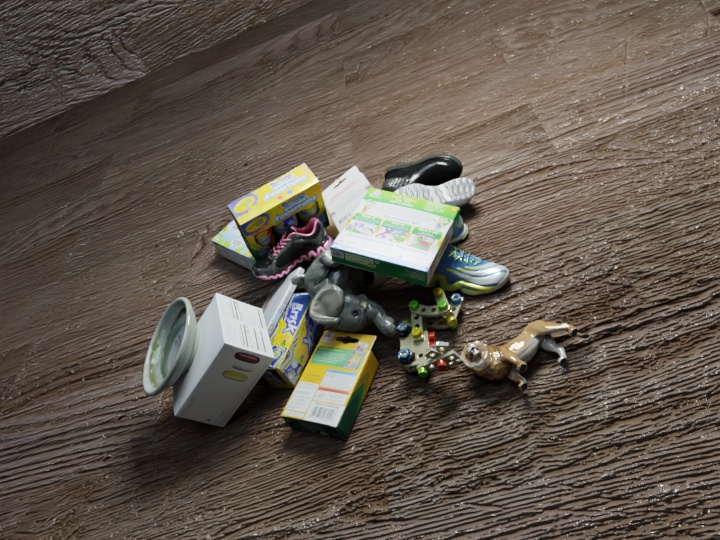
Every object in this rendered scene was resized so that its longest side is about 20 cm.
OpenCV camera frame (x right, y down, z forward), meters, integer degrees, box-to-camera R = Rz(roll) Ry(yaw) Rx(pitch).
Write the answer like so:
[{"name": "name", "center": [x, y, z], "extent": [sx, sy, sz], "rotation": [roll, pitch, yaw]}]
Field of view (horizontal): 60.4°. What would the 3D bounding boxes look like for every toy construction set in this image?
[{"name": "toy construction set", "center": [0.132, 0.123, 1.144], "extent": [0.131, 0.092, 0.200], "rotation": [-15, 31, 16]}]

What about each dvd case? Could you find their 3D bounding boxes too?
[{"name": "dvd case", "center": [-0.200, 0.092, 1.365], "extent": [0.143, 0.018, 0.200], "rotation": [-31, 27, 49]}]

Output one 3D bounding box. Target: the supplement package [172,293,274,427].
[{"name": "supplement package", "center": [-0.280, 0.180, 1.234], "extent": [0.200, 0.111, 0.156], "rotation": [-54, 34, 20]}]

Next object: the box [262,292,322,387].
[{"name": "box", "center": [-0.138, 0.141, 1.288], "extent": [0.064, 0.070, 0.200], "rotation": [-5, 45, 32]}]

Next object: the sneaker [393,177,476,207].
[{"name": "sneaker", "center": [0.161, -0.151, 1.404], "extent": [0.199, 0.082, 0.075], "rotation": [-7, 67, 2]}]

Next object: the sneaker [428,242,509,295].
[{"name": "sneaker", "center": [0.190, -0.010, 1.230], "extent": [0.199, 0.105, 0.076], "rotation": [-1, 46, 30]}]

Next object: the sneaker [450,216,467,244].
[{"name": "sneaker", "center": [0.131, -0.084, 1.362], "extent": [0.199, 0.082, 0.074], "rotation": [-22, 42, 10]}]

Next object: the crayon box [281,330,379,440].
[{"name": "crayon box", "center": [-0.049, 0.213, 1.176], "extent": [0.125, 0.052, 0.200], "rotation": [3, 50, 32]}]

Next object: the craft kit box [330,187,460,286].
[{"name": "craft kit box", "center": [0.071, -0.072, 1.215], "extent": [0.199, 0.049, 0.198], "rotation": [16, 51, 19]}]

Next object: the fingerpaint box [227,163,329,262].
[{"name": "fingerpaint box", "center": [-0.180, -0.125, 1.415], "extent": [0.200, 0.167, 0.073], "rotation": [-30, 59, -12]}]

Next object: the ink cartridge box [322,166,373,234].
[{"name": "ink cartridge box", "center": [-0.008, -0.143, 1.415], "extent": [0.116, 0.067, 0.200], "rotation": [-38, 39, 9]}]

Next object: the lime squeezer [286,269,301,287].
[{"name": "lime squeezer", "center": [-0.146, 0.003, 1.454], "extent": [0.200, 0.038, 0.071], "rotation": [12, 71, 53]}]

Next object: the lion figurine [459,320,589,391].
[{"name": "lion figurine", "center": [0.279, 0.134, 1.068], "extent": [0.199, 0.073, 0.122], "rotation": [-23, 25, -15]}]

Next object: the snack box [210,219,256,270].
[{"name": "snack box", "center": [-0.262, -0.086, 1.603], "extent": [0.200, 0.068, 0.169], "rotation": [22, 59, 43]}]

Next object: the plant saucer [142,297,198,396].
[{"name": "plant saucer", "center": [-0.367, 0.154, 1.225], "extent": [0.200, 0.050, 0.201], "rotation": [-36, 42, 40]}]

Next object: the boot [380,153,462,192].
[{"name": "boot", "center": [0.134, -0.190, 1.475], "extent": [0.210, 0.080, 0.158], "rotation": [-10, 40, 29]}]

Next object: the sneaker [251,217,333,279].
[{"name": "sneaker", "center": [-0.163, -0.055, 1.404], "extent": [0.200, 0.096, 0.079], "rotation": [-29, 40, -14]}]

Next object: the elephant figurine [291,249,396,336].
[{"name": "elephant figurine", "center": [-0.036, 0.066, 1.228], "extent": [0.141, 0.155, 0.201], "rotation": [1, 59, -26]}]

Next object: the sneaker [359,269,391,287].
[{"name": "sneaker", "center": [0.000, 0.000, 1.379], "extent": [0.084, 0.073, 0.200], "rotation": [-11, 17, -37]}]

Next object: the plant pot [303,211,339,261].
[{"name": "plant pot", "center": [-0.102, -0.102, 1.506], "extent": [0.199, 0.028, 0.201], "rotation": [-3, 57, 5]}]
